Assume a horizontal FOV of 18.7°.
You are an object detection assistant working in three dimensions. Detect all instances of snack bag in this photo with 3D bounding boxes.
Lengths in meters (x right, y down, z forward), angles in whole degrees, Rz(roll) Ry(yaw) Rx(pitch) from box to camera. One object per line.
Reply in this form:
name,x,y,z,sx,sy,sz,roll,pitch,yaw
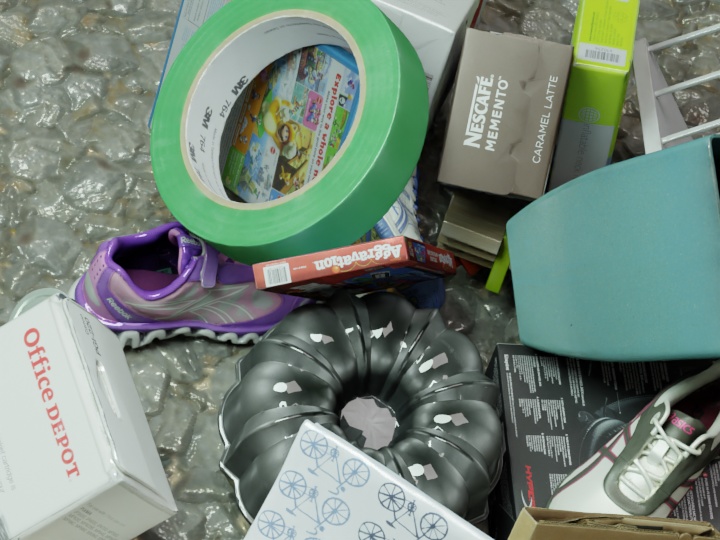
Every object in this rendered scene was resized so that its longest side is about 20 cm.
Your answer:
snack bag,-0.002,0.224,1.379,0.188,0.201,0.021,32,16,13

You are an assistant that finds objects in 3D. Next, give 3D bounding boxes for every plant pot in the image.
plant pot,0.205,-0.005,1.493,0.141,0.199,0.143,-3,84,-47

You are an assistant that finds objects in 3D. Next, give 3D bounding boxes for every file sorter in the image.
file sorter,0.292,-0.075,1.659,0.124,0.139,0.201,-16,51,18

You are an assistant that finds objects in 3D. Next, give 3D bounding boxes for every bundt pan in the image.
bundt pan,0.007,0.100,1.454,0.200,0.076,0.204,5,64,-10

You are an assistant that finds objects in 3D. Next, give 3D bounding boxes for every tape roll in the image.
tape roll,-0.050,-0.103,1.507,0.199,0.048,0.202,-12,63,25

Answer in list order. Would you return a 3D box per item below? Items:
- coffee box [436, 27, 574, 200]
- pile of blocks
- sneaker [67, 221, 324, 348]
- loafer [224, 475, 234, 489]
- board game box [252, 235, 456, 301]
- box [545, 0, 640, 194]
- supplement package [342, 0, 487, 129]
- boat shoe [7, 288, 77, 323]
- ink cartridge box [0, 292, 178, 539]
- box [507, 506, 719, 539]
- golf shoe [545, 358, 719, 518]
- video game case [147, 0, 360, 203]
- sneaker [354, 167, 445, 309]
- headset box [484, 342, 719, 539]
coffee box,0.106,-0.112,1.616,0.079,0.200,0.115,11,91,3
pile of blocks,0.143,-0.002,1.638,0.198,0.063,0.082,8,29,-18
sneaker,-0.111,0.002,1.571,0.198,0.089,0.081,-7,54,-19
loafer,-0.027,0.094,1.528,0.067,0.076,0.200,32,53,4
board game box,0.000,0.000,1.485,0.102,0.200,0.020,-10,85,11
box,0.176,-0.128,1.665,0.047,0.201,0.123,10,52,3
supplement package,0.022,-0.187,1.680,0.119,0.122,0.200,22,29,4
boat shoe,-0.213,0.115,1.473,0.075,0.060,0.202,4,69,26
ink cartridge box,-0.233,0.130,1.390,0.199,0.085,0.146,-31,58,12
box,0.124,0.239,1.352,0.162,0.201,0.021,9,23,-37
golf shoe,0.186,0.131,1.449,0.077,0.088,0.200,36,57,12
video game case,-0.075,-0.124,1.612,0.018,0.144,0.200,-8,35,-45
sneaker,0.020,-0.052,1.650,0.088,0.075,0.201,-19,62,-29
headset box,0.190,0.136,1.546,0.198,0.077,0.150,3,54,-12
